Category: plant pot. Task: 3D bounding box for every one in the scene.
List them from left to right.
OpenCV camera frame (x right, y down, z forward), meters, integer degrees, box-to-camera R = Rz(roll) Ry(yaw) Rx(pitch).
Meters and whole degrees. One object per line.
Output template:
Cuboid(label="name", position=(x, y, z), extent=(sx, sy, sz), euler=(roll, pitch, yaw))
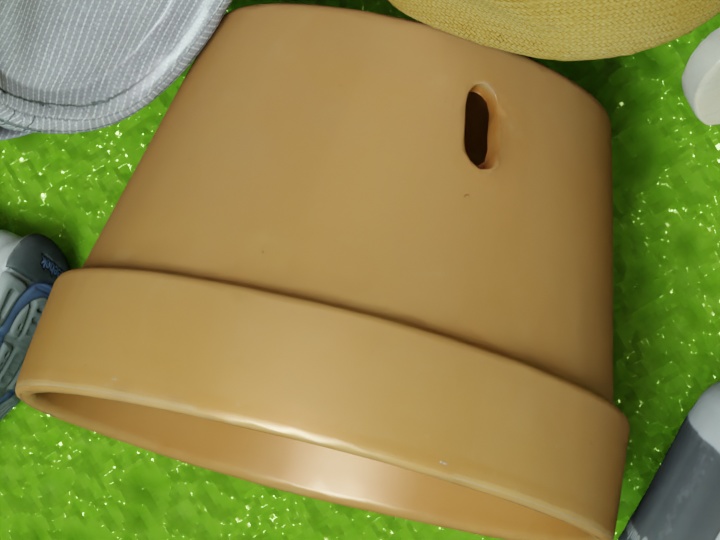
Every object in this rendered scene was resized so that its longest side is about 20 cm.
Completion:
Cuboid(label="plant pot", position=(0.000, 0.000, 0.830), extent=(0.200, 0.200, 0.140), euler=(12, 81, 11))

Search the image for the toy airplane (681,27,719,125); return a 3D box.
Cuboid(label="toy airplane", position=(0.220, -0.110, 0.790), extent=(0.200, 0.141, 0.199), euler=(14, 117, -18))

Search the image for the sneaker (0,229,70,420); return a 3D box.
Cuboid(label="sneaker", position=(-0.184, 0.062, 0.935), extent=(0.087, 0.074, 0.200), euler=(31, 93, 20))

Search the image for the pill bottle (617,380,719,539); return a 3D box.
Cuboid(label="pill bottle", position=(0.140, 0.107, 0.838), extent=(0.113, 0.113, 0.200), euler=(30, 100, 8))

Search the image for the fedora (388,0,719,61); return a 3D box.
Cuboid(label="fedora", position=(0.061, -0.119, 0.757), extent=(0.200, 0.201, 0.082), euler=(0, 132, 12))

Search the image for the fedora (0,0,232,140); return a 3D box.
Cuboid(label="fedora", position=(-0.091, -0.123, 0.800), extent=(0.090, 0.177, 0.200), euler=(35, 96, 46))
